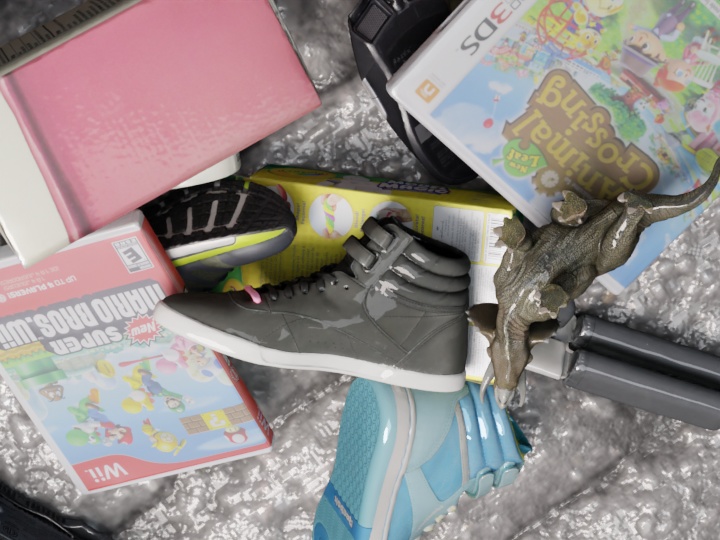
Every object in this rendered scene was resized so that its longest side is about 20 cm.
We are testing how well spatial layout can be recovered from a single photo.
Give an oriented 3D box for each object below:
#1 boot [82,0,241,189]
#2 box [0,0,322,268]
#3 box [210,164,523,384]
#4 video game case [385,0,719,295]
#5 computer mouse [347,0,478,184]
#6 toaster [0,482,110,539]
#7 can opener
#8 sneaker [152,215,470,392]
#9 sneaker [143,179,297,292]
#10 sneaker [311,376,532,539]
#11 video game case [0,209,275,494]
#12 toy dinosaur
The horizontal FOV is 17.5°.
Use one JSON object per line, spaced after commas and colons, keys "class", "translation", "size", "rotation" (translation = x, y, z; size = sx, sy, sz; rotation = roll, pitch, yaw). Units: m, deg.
{"class": "boot", "translation": [-0.186, -0.111, 1.460], "size": [0.199, 0.072, 0.145], "rotation": [-14, 103, -6]}
{"class": "box", "translation": [-0.140, -0.102, 1.370], "size": [0.200, 0.128, 0.109], "rotation": [-29, 104, -5]}
{"class": "box", "translation": [0.000, 0.000, 1.489], "size": [0.199, 0.048, 0.118], "rotation": [8, 105, 12]}
{"class": "video game case", "translation": [0.148, -0.111, 1.412], "size": [0.200, 0.022, 0.182], "rotation": [40, 104, -16]}
{"class": "computer mouse", "translation": [0.045, -0.163, 1.472], "size": [0.140, 0.046, 0.200], "rotation": [-45, 119, -18]}
{"class": "toaster", "translation": [-0.244, 0.214, 1.520], "size": [0.200, 0.114, 0.129], "rotation": [31, 105, -13]}
{"class": "can opener", "translation": [0.156, 0.052, 1.525], "size": [0.199, 0.066, 0.053], "rotation": [20, 59, -11]}
{"class": "sneaker", "translation": [-0.023, 0.009, 1.418], "size": [0.199, 0.071, 0.100], "rotation": [9, 102, -14]}
{"class": "sneaker", "translation": [-0.121, 0.006, 1.483], "size": [0.199, 0.074, 0.081], "rotation": [-20, 121, 26]}
{"class": "sneaker", "translation": [0.045, 0.151, 1.542], "size": [0.130, 0.080, 0.201], "rotation": [-4, 129, -26]}
{"class": "video game case", "translation": [-0.158, 0.056, 1.475], "size": [0.143, 0.017, 0.200], "rotation": [-14, 127, 19]}
{"class": "toy dinosaur", "translation": [0.127, -0.012, 1.396], "size": [0.077, 0.102, 0.200], "rotation": [43, 84, 8]}
